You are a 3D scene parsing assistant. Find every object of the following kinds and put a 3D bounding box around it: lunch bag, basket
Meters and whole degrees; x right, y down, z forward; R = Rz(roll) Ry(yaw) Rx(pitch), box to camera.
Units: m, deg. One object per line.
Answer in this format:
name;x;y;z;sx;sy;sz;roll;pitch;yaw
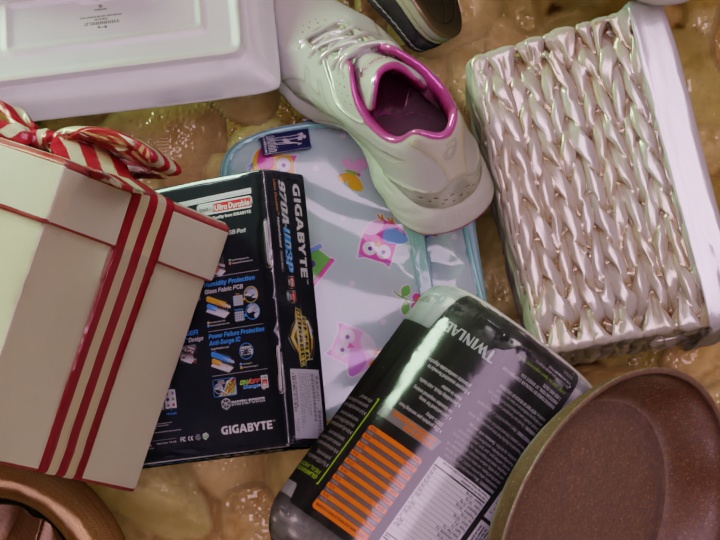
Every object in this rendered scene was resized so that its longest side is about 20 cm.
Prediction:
lunch bag;0.000;0.000;1.431;0.159;0.077;0.201;-8;84;-3
basket;0.140;-0.045;1.416;0.123;0.136;0.201;-13;83;0

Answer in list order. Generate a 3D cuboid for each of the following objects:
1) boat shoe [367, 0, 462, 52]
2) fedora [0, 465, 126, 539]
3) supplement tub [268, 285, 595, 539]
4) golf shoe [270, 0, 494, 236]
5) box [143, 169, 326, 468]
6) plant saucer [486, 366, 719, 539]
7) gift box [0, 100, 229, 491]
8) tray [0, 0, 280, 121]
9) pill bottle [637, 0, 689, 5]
boat shoe;-0.013;-0.211;1.465;0.066;0.072;0.201;-39;79;27
fedora;-0.222;0.203;1.395;0.199;0.082;0.202;0;84;-2
supplement tub;0.032;0.119;1.324;0.122;0.123;0.200;36;84;3
golf shoe;0.006;-0.112;1.370;0.075;0.092;0.200;-35;59;-15
box;-0.121;0.035;1.392;0.199;0.046;0.160;-10;82;28
plant saucer;0.129;0.145;1.303;0.037;0.200;0.201;21;80;43
gift box;-0.197;0.002;1.294;0.184;0.200;0.188;17;86;26
tray;-0.150;-0.145;1.396;0.199;0.022;0.108;-7;67;2
pill bottle;0.129;-0.228;1.400;0.108;0.200;0.109;-12;113;-29
